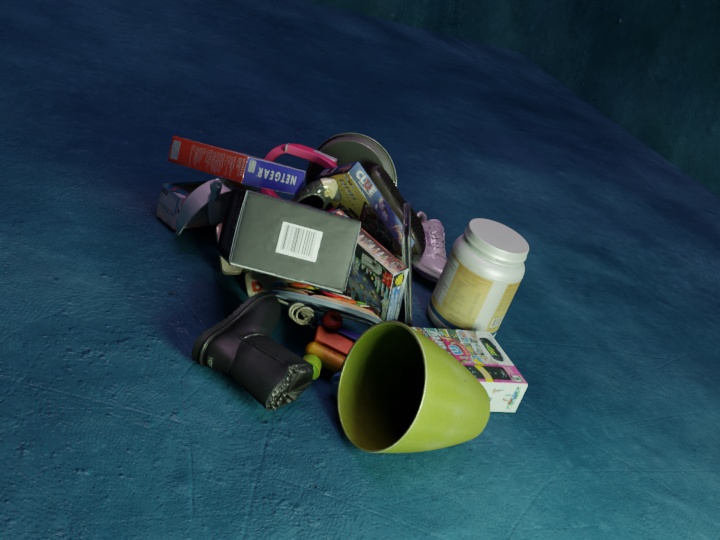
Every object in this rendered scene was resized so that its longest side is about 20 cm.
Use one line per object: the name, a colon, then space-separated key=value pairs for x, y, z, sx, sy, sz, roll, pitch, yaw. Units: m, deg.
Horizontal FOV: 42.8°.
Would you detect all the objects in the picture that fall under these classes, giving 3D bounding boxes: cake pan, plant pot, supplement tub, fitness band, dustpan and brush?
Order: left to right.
dustpan and brush: x=-0.262 y=-0.124 z=1.613 sx=0.139 sy=0.201 sz=0.057 roll=-34 pitch=73 yaw=-20
fitness band: x=-0.118 y=-0.178 z=1.892 sx=0.197 sy=0.146 sz=0.037 roll=22 pitch=19 yaw=11
cake pan: x=-0.023 y=-0.183 z=1.910 sx=0.198 sy=0.203 sz=0.037 roll=25 pitch=16 yaw=7
plant pot: x=0.098 y=0.190 z=1.376 sx=0.198 sy=0.189 sz=0.188 roll=20 pitch=22 yaw=-39
supplement tub: x=0.222 y=0.021 z=1.727 sx=0.142 sy=0.202 sz=0.145 roll=17 pitch=26 yaw=-9

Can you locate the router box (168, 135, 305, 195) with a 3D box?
router box: x=-0.228 y=-0.194 z=1.718 sx=0.177 sy=0.050 sz=0.199 roll=18 pitch=6 yaw=27

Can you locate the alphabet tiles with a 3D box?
alphabet tiles: x=-0.162 y=-0.039 z=1.656 sx=0.197 sy=0.015 sz=0.199 roll=0 pitch=61 yaw=-26

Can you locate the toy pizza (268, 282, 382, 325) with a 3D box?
toy pizza: x=-0.056 y=0.052 z=1.536 sx=0.197 sy=0.032 sz=0.200 roll=15 pitch=-7 yaw=2

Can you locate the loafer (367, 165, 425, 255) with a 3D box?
loafer: x=0.063 y=-0.113 z=1.859 sx=0.202 sy=0.070 sz=0.073 roll=59 pitch=25 yaw=-1

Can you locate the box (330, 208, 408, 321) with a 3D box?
box: x=0.000 y=0.000 z=1.663 sx=0.039 sy=0.139 sz=0.200 roll=-21 pitch=48 yaw=-34

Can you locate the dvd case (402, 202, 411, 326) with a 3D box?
dvd case: x=0.086 y=-0.001 z=1.676 sx=0.016 sy=0.203 sz=0.149 roll=-1 pitch=27 yaw=4

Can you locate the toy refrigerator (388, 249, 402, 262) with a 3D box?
toy refrigerator: x=-0.008 y=-0.028 z=1.789 sx=0.198 sy=0.071 sz=0.076 roll=30 pitch=27 yaw=13

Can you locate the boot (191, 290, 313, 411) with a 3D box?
boot: x=-0.136 y=0.124 z=1.401 sx=0.166 sy=0.077 sz=0.200 roll=28 pitch=34 yaw=20

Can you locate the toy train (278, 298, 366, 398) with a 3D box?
toy train: x=-0.070 y=0.125 z=1.462 sx=0.197 sy=0.085 sz=0.116 roll=26 pitch=40 yaw=7

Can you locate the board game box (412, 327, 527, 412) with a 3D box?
board game box: x=0.165 y=0.168 z=1.570 sx=0.197 sy=0.065 sz=0.148 roll=5 pitch=31 yaw=-29

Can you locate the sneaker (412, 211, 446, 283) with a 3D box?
sneaker: x=0.142 y=-0.049 z=1.901 sx=0.074 sy=0.100 sz=0.201 roll=25 pitch=20 yaw=-41

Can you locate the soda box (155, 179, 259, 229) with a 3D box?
soda box: x=-0.289 y=-0.129 z=1.756 sx=0.063 sy=0.069 sz=0.198 roll=34 pitch=28 yaw=32

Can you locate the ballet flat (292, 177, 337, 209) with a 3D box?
ballet flat: x=-0.117 y=-0.101 z=1.745 sx=0.067 sy=0.199 sz=0.057 roll=53 pitch=-6 yaw=-35

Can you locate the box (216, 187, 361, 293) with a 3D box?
box: x=-0.124 y=-0.054 z=1.532 sx=0.197 sy=0.126 sz=0.196 roll=14 pitch=1 yaw=-16

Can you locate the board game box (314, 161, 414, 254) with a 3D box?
board game box: x=0.008 y=-0.117 z=1.804 sx=0.035 sy=0.201 sz=0.135 roll=-45 pitch=22 yaw=-24
